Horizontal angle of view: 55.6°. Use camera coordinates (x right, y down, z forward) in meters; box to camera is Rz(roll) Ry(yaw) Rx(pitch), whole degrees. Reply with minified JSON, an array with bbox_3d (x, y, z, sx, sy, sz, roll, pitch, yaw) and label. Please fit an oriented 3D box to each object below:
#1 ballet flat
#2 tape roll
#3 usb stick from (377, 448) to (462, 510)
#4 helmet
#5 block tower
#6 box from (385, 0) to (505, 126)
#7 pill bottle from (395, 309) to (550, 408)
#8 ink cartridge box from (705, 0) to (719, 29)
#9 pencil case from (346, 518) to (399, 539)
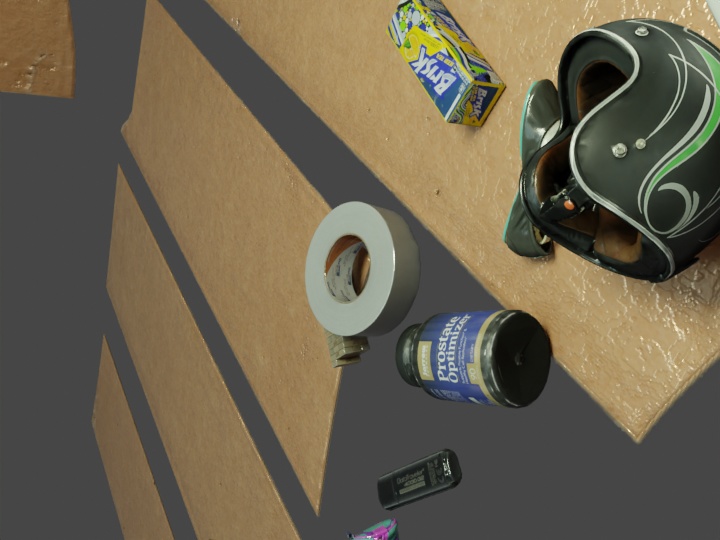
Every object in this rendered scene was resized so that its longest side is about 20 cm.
[{"bbox_3d":[0.214,-0.109,0.777,0.068,0.067,0.206,28,126,41],"label":"ballet flat"},{"bbox_3d":[0.000,0.000,1.063,0.197,0.065,0.207,-8,78,43],"label":"tape roll"},{"bbox_3d":[0.084,0.317,1.028,0.200,0.032,0.057,-43,50,50],"label":"usb stick"},{"bbox_3d":[0.247,-0.113,0.604,0.198,0.199,0.194,22,77,53],"label":"helmet"},{"bbox_3d":[-0.038,0.058,1.177,0.058,0.053,0.206,-35,64,52],"label":"block tower"},{"bbox_3d":[0.110,-0.287,0.916,0.071,0.063,0.203,-57,47,41],"label":"box"},{"bbox_3d":[0.134,0.110,0.866,0.198,0.109,0.116,-9,85,56],"label":"pill bottle"},{"bbox_3d":[0.366,-0.188,0.509,0.145,0.086,0.205,-39,62,50],"label":"ink cartridge box"},{"bbox_3d":[0.039,0.501,1.061,0.093,0.083,0.206,105,153,-75],"label":"pencil case"}]
